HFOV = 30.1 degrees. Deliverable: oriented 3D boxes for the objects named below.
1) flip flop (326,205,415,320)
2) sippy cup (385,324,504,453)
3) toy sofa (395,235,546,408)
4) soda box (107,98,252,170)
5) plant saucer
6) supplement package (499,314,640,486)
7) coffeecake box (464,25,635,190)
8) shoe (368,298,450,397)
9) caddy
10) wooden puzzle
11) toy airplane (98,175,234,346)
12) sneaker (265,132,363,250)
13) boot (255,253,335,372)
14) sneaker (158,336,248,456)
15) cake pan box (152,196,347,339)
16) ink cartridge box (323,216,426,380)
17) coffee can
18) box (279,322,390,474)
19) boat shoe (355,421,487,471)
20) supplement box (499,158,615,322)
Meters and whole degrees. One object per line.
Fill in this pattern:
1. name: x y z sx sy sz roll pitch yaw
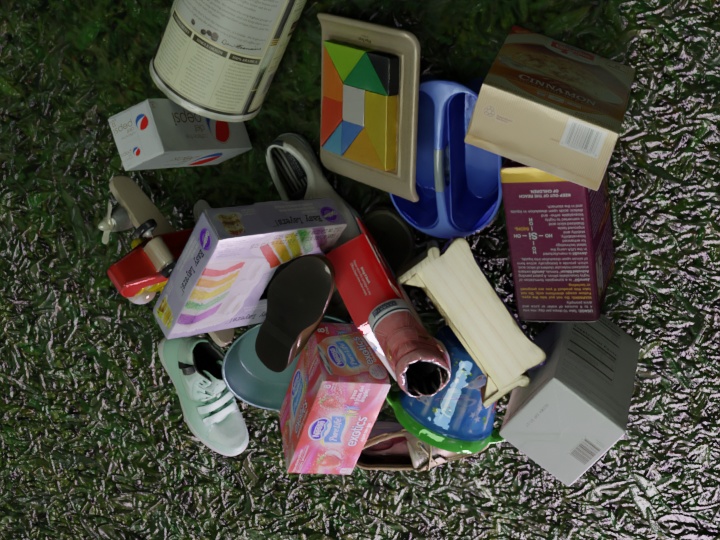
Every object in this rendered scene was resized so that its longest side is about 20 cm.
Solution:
1. flip flop: 0.000 0.000 1.727 0.081 0.058 0.200 39 122 -5
2. sippy cup: 0.126 0.145 1.731 0.176 0.140 0.131 5 117 -34
3. toy sofa: 0.134 0.055 1.609 0.097 0.083 0.201 -36 94 6
4. soda box: -0.214 -0.165 1.619 0.063 0.200 0.069 -20 87 27
5. plant saucer: -0.088 0.113 1.791 0.198 0.036 0.201 -7 138 -6
6. supplement package: 0.260 0.143 1.636 0.109 0.200 0.114 37 123 -4
7. coffeecake box: 0.212 -0.184 1.474 0.152 0.200 0.074 20 121 6
8. shoe: 0.071 0.118 1.577 0.071 0.091 0.200 -29 145 4
9. caddy: 0.104 -0.138 1.589 0.140 0.105 0.202 5 119 17
10. wooden puzzle: 0.003 -0.192 1.564 0.184 0.037 0.202 24 124 49
11. toy airplane: -0.249 -0.011 1.724 0.198 0.201 0.141 30 123 -34
12. sneaker: -0.060 -0.077 1.669 0.073 0.071 0.201 -35 88 27
13. boot: -0.069 0.038 1.633 0.074 0.075 0.201 41 137 11
14. sneaker: -0.202 0.178 1.854 0.118 0.074 0.201 -1 122 59
15. cake pan box: -0.131 -0.004 1.602 0.053 0.199 0.185 58 134 25
16. ink cartridge box: 0.020 0.036 1.625 0.067 0.117 0.200 -29 146 3
17. coffee can: -0.148 -0.297 1.560 0.145 0.147 0.201 29 122 1
18. box: -0.038 0.171 1.765 0.094 0.103 0.201 4 136 -17
19. boat shoe: 0.082 0.243 1.828 0.198 0.067 0.075 -10 114 22
20. supplement box: 0.235 -0.057 1.578 0.102 0.131 0.202 0 117 20
